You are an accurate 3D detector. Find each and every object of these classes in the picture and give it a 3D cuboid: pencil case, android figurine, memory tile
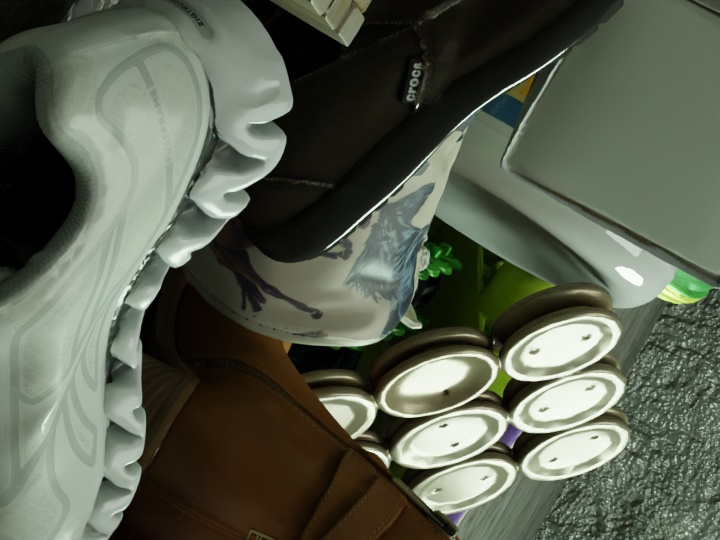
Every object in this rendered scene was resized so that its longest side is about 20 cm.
[{"bbox_3d":[0.014,-0.072,0.853,0.089,0.078,0.200,5,122,-38],"label":"pencil case"},{"bbox_3d":[0.034,0.040,1.177,0.200,0.041,0.182,-53,-158,36],"label":"android figurine"},{"bbox_3d":[0.010,0.069,1.032,0.199,0.017,0.153,-17,152,0],"label":"memory tile"}]

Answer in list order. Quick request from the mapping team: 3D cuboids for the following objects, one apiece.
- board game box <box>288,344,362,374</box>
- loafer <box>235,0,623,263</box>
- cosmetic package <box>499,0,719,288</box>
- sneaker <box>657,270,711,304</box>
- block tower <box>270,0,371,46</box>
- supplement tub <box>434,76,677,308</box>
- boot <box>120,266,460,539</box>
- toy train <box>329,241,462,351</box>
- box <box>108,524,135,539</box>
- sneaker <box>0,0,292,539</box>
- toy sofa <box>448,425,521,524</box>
[{"bbox_3d":[-0.058,0.111,1.169,0.135,0.028,0.200,-46,162,-53],"label":"board game box"},{"bbox_3d":[0.019,-0.085,0.756,0.200,0.071,0.073,-45,-153,18],"label":"loafer"},{"bbox_3d":[0.124,-0.107,0.849,0.103,0.087,0.200,-58,-173,46],"label":"cosmetic package"},{"bbox_3d":[0.129,-0.071,1.141,0.074,0.083,0.201,-82,153,-60],"label":"sneaker"},{"bbox_3d":[0.017,-0.157,0.712,0.200,0.058,0.054,-58,169,-3],"label":"block tower"},{"bbox_3d":[0.102,-0.102,1.018,0.200,0.144,0.145,-59,169,-7],"label":"supplement tub"},{"bbox_3d":[-0.021,0.067,0.875,0.074,0.154,0.200,-63,169,19],"label":"boot"},{"bbox_3d":[0.000,0.000,1.058,0.042,0.056,0.200,-59,172,7],"label":"toy train"},{"bbox_3d":[-0.083,0.131,0.852,0.098,0.124,0.200,-61,170,6],"label":"box"},{"bbox_3d":[-0.091,0.014,0.673,0.081,0.075,0.201,-18,137,-54],"label":"sneaker"},{"bbox_3d":[0.017,0.113,1.380,0.200,0.083,0.098,-51,168,-38],"label":"toy sofa"}]
